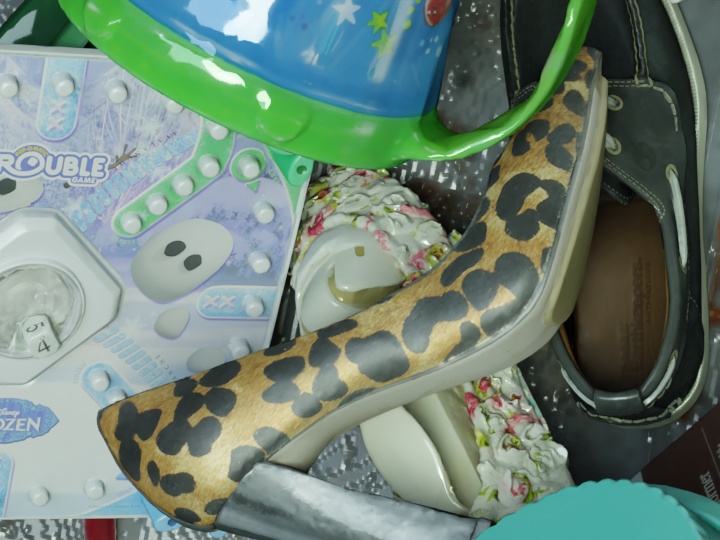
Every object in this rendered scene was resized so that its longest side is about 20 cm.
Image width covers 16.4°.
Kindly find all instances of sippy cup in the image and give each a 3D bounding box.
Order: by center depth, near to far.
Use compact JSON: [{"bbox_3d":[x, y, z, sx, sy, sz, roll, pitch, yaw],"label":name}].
[{"bbox_3d":[-0.014,-0.122,0.820,0.131,0.177,0.140,-62,28,19],"label":"sippy cup"}]

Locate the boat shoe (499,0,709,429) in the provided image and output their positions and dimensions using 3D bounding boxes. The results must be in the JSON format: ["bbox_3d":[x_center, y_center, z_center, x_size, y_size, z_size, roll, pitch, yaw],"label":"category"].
[{"bbox_3d":[0.087,-0.044,0.909,0.071,0.068,0.201,-11,81,21],"label":"boat shoe"}]

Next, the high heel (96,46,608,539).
[{"bbox_3d":[0.000,0.000,0.846,0.142,0.071,0.201,16,75,13],"label":"high heel"}]

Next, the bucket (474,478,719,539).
[{"bbox_3d":[0.078,0.169,0.722,0.207,0.207,0.135,-43,113,15],"label":"bucket"}]

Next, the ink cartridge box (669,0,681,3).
[{"bbox_3d":[0.117,-0.202,0.873,0.116,0.067,0.201,-32,43,17],"label":"ink cartridge box"}]

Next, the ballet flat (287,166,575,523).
[{"bbox_3d":[0.016,0.032,0.902,0.076,0.064,0.200,-53,51,27],"label":"ballet flat"}]

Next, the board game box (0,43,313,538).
[{"bbox_3d":[-0.120,0.014,0.899,0.026,0.199,0.201,-120,37,-52],"label":"board game box"}]

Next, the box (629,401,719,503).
[{"bbox_3d":[0.112,0.125,0.868,0.075,0.100,0.200,40,106,-20],"label":"box"}]

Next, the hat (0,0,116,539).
[{"bbox_3d":[-0.079,-0.021,0.980,0.176,0.166,0.200,42,129,-16],"label":"hat"}]
